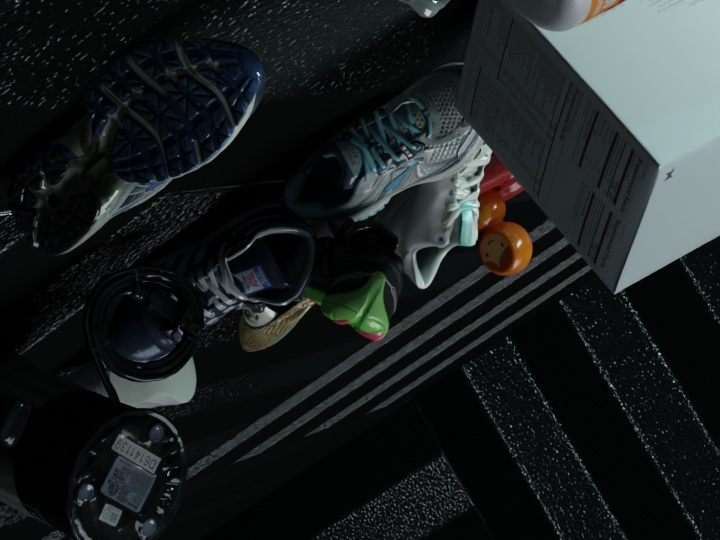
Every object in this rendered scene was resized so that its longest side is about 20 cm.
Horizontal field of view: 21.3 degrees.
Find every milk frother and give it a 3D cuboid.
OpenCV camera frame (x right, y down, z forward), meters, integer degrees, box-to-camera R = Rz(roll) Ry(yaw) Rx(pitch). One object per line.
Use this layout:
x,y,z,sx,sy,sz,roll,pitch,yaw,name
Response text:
-0.226,0.092,1.508,0.187,0.181,0.200,16,-122,42,milk frother

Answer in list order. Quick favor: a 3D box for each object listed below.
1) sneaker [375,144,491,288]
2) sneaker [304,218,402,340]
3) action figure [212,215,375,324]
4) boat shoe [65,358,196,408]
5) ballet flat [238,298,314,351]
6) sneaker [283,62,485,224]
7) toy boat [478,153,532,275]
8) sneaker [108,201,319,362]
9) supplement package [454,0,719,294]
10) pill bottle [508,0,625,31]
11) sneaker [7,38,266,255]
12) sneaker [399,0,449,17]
0.079,-0.065,1.581,0.075,0.089,0.201,-4,145,-25,sneaker
0.000,0.000,1.550,0.084,0.076,0.200,-62,-163,3,sneaker
-0.073,0.000,1.728,0.199,0.070,0.130,-31,-179,24,action figure
-0.220,0.106,1.835,0.068,0.073,0.200,-11,-175,19,boat shoe
-0.070,0.011,1.856,0.065,0.071,0.200,17,135,-40,ballet flat
0.020,-0.092,1.510,0.200,0.078,0.086,-37,165,34,sneaker
0.118,-0.054,1.842,0.199,0.131,0.131,-28,170,-18,toy boat
-0.120,0.016,1.542,0.199,0.070,0.108,-36,-161,-8,sneaker
0.192,-0.125,1.382,0.151,0.200,0.151,-26,152,-24,supplement package
0.174,-0.232,1.141,0.199,0.114,0.113,-28,171,-15,pill bottle
-0.125,-0.085,1.140,0.199,0.078,0.085,-28,-176,35,sneaker
0.018,-0.187,0.993,0.075,0.082,0.200,-30,170,8,sneaker
